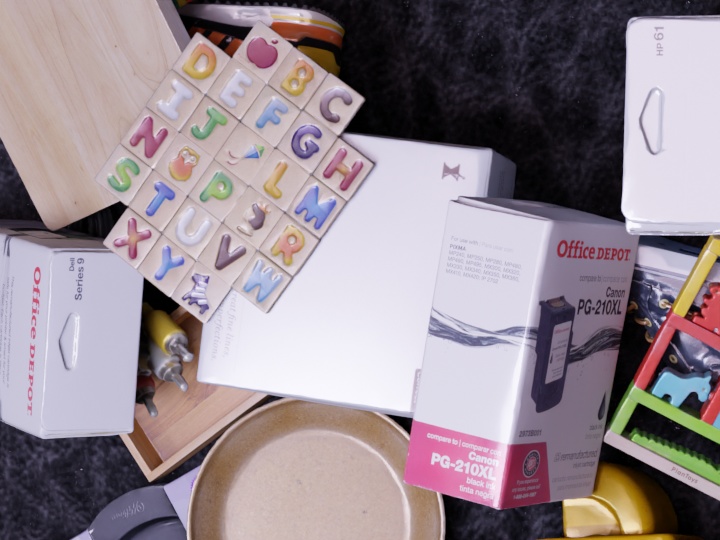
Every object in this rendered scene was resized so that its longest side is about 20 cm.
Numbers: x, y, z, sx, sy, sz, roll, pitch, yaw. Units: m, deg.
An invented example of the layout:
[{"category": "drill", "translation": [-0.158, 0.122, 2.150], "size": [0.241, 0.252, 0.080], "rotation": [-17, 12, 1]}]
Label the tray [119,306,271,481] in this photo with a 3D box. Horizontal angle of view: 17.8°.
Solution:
[{"category": "tray", "translation": [-0.115, 0.071, 1.829], "size": [0.200, 0.037, 0.099], "rotation": [-37, 81, 21]}]

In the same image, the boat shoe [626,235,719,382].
[{"category": "boat shoe", "translation": [0.220, 0.026, 1.676], "size": [0.199, 0.071, 0.091], "rotation": [15, 101, 19]}]

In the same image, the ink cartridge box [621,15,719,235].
[{"category": "ink cartridge box", "translation": [0.244, -0.102, 1.587], "size": [0.084, 0.200, 0.145], "rotation": [2, 96, 21]}]

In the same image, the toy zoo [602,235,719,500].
[{"category": "toy zoo", "translation": [0.274, 0.063, 1.628], "size": [0.131, 0.020, 0.201], "rotation": [26, 105, -1]}]

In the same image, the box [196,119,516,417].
[{"category": "box", "translation": [0.000, 0.000, 1.703], "size": [0.199, 0.131, 0.200], "rotation": [8, 89, 12]}]

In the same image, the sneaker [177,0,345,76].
[{"category": "sneaker", "translation": [-0.111, -0.156, 1.779], "size": [0.199, 0.070, 0.091], "rotation": [1, 78, 19]}]

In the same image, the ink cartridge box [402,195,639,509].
[{"category": "ink cartridge box", "translation": [0.113, 0.055, 1.600], "size": [0.084, 0.145, 0.201], "rotation": [13, 96, 31]}]

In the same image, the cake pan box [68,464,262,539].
[{"category": "cake pan box", "translation": [-0.137, 0.266, 1.847], "size": [0.184, 0.052, 0.201], "rotation": [-29, 85, 19]}]

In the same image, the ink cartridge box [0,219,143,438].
[{"category": "ink cartridge box", "translation": [-0.250, 0.043, 1.800], "size": [0.200, 0.084, 0.147], "rotation": [14, 102, 57]}]

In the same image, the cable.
[{"category": "cable", "translation": [-0.194, 0.030, 1.837], "size": [0.097, 0.050, 0.200], "rotation": [-54, 46, 31]}]

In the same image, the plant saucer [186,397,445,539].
[{"category": "plant saucer", "translation": [-0.034, 0.197, 1.780], "size": [0.199, 0.035, 0.201], "rotation": [0, 84, -1]}]

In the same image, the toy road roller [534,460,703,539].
[{"category": "toy road roller", "translation": [0.215, 0.210, 1.671], "size": [0.199, 0.123, 0.147], "rotation": [-6, 81, 22]}]

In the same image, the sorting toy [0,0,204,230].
[{"category": "sorting toy", "translation": [-0.197, -0.159, 1.757], "size": [0.198, 0.070, 0.201], "rotation": [-21, 98, 36]}]

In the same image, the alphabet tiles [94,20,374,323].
[{"category": "alphabet tiles", "translation": [-0.092, -0.071, 1.657], "size": [0.166, 0.006, 0.200], "rotation": [38, 96, 13]}]
